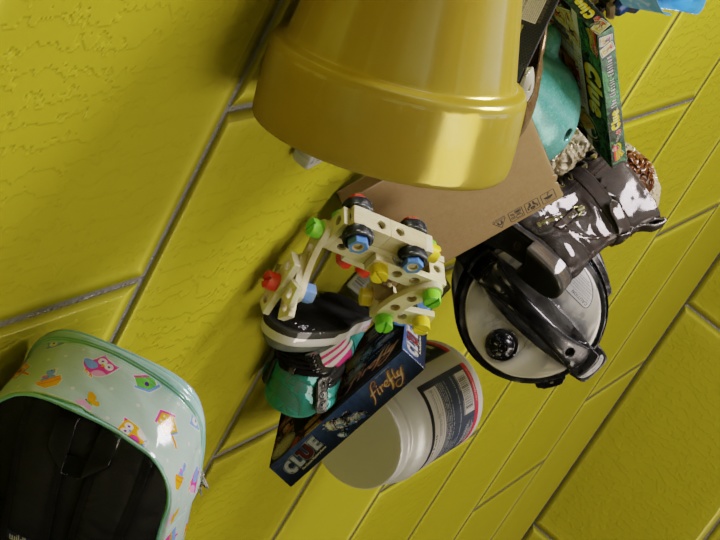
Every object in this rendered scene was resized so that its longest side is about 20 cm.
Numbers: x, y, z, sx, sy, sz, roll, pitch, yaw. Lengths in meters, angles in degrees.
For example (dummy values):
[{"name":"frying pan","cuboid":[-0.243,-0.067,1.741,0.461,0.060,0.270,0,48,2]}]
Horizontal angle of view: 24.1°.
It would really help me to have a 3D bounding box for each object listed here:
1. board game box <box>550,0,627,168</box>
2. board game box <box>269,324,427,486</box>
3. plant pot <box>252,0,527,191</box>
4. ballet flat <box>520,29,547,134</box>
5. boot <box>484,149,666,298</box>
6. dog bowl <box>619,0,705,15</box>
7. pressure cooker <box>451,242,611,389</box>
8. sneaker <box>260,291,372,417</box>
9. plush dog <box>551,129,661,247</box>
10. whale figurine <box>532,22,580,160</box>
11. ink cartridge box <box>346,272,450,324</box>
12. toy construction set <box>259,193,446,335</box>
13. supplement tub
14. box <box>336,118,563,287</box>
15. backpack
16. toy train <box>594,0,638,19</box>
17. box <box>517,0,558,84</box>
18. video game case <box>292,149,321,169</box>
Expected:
[{"name":"board game box","cuboid":[0.227,-0.202,1.700,0.023,0.105,0.201,-31,143,-10]},{"name":"board game box","cuboid":[-0.011,0.125,1.786,0.200,0.035,0.136,-43,-166,19]},{"name":"plant pot","cuboid":[0.037,-0.181,1.237,0.200,0.200,0.190,-20,130,-58]},{"name":"ballet flat","cuboid":[0.142,-0.208,1.521,0.072,0.067,0.201,-91,-166,-77]},{"name":"boot","cuboid":[0.206,-0.081,1.783,0.174,0.200,0.069,-39,174,-25]},{"name":"dog bowl","cuboid":[0.316,-0.325,1.773,0.200,0.049,0.112,-18,109,-61]},{"name":"pressure cooker","cuboid":[0.188,0.034,1.874,0.200,0.174,0.180,-78,169,-78]},{"name":"sneaker","cuboid":[-0.063,0.090,1.691,0.121,0.083,0.200,-65,161,12]},{"name":"plush dog","cuboid":[0.269,-0.116,1.931,0.161,0.172,0.200,-47,161,-13]},{"name":"whale figurine","cuboid":[0.159,-0.172,1.662,0.160,0.103,0.200,-54,160,-9]},{"name":"ink cartridge box","cuboid":[0.045,0.017,1.871,0.100,0.039,0.200,-49,161,-7]},{"name":"toy construction set","cuboid":[0.000,0.000,1.599,0.199,0.093,0.131,7,145,-36]},{"name":"supplement tub","cuboid":[0.045,0.170,2.006,0.200,0.140,0.141,-22,146,-56]},{"name":"box","cuboid":[0.091,-0.075,1.645,0.199,0.021,0.164,-29,142,2]},{"name":"backpack","cuboid":[-0.203,0.142,1.300,0.154,0.175,0.201,-57,170,-42]},{"name":"toy train","cuboid":[0.244,-0.253,1.809,0.200,0.046,0.034,-48,162,-11]},{"name":"box","cuboid":[0.113,-0.206,1.392,0.158,0.051,0.201,-80,-169,-49]},{"name":"video game case","cuboid":[0.034,-0.191,1.459,0.200,0.023,0.183,-31,154,-46]}]
